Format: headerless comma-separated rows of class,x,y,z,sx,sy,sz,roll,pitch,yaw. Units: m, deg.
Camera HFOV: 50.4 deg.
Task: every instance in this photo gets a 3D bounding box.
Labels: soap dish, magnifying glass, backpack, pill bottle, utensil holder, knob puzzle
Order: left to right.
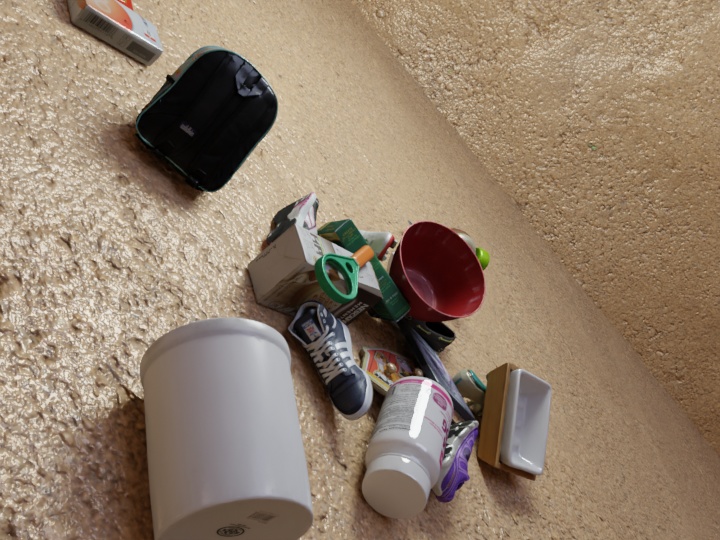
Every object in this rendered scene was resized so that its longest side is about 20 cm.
backpack,-0.233,-0.249,1.204,0.176,0.200,0.154,41,9,-21
utensil holder,-0.143,0.181,0.804,0.169,0.169,0.201,30,34,-43
magnifying glass,-0.019,-0.003,1.205,0.080,0.022,0.200,55,26,-3
pill bottle,0.071,0.262,1.147,0.113,0.113,0.201,47,32,-13
knob puzzle,0.085,0.189,1.341,0.219,0.031,0.220,34,16,-11
soap dish,0.303,0.298,1.505,0.157,0.081,0.202,28,66,-44

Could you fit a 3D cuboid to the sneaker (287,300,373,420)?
sneaker,-0.049,0.130,1.162,0.109,0.070,0.201,47,14,-41

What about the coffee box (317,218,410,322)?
coffee box,0.000,0.000,1.390,0.201,0.044,0.123,56,-18,-15

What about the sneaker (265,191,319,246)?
sneaker,-0.109,-0.063,1.360,0.087,0.080,0.201,58,27,-22

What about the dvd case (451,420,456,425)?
dvd case,0.120,0.288,1.338,0.146,0.022,0.200,49,22,-9

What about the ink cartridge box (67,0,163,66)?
ink cartridge box,-0.433,-0.467,1.331,0.162,0.050,0.202,23,40,-51

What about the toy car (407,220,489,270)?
toy car,0.183,-0.058,1.821,0.163,0.158,0.201,27,21,-27

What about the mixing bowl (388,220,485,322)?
mixing bowl,0.128,0.020,1.446,0.198,0.108,0.202,18,53,-25

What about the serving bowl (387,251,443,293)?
serving bowl,0.133,0.042,1.621,0.199,0.066,0.200,34,5,-4

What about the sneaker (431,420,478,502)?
sneaker,0.150,0.314,1.267,0.200,0.080,0.084,-36,104,-59

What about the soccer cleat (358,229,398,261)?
soccer cleat,0.007,-0.046,1.454,0.085,0.069,0.200,38,-14,-8

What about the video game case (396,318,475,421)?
video game case,0.139,0.186,1.449,0.143,0.019,0.201,47,8,-37

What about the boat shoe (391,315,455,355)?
boat shoe,0.113,0.098,1.549,0.201,0.060,0.072,39,25,-31

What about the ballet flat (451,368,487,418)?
ballet flat,0.245,0.263,1.565,0.200,0.069,0.070,42,24,-38

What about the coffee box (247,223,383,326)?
coffee box,-0.070,0.018,1.243,0.199,0.114,0.080,25,35,-47
